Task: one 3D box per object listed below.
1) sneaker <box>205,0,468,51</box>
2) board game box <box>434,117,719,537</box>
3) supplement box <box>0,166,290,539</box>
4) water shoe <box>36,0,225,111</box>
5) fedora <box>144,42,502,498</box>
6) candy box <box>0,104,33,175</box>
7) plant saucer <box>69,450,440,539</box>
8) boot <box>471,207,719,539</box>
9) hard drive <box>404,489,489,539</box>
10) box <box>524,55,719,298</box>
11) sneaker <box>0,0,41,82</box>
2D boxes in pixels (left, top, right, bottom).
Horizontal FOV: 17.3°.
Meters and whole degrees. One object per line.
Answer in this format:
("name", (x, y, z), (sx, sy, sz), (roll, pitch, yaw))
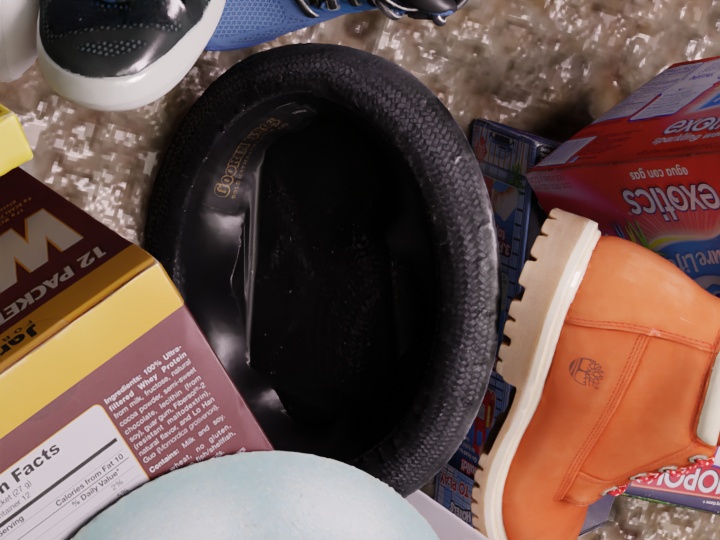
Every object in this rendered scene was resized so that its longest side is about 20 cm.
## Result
("sneaker", (0.003, -0.140, 0.966), (0.200, 0.089, 0.079), (-25, 121, 25))
("board game box", (0.119, 0.051, 1.127), (0.200, 0.062, 0.200), (15, 97, -29))
("supplement box", (-0.120, 0.086, 0.939), (0.133, 0.197, 0.200), (-36, 117, -13))
("water shoe", (-0.081, -0.156, 0.927), (0.079, 0.071, 0.200), (76, 29, -56))
("fedora", (0.000, 0.000, 1.020), (0.092, 0.200, 0.201), (-15, 113, -55))
("candy box", (-0.231, -0.016, 0.912), (0.200, 0.102, 0.026), (-31, 120, -15))
("plant saucer", (-0.038, 0.167, 0.867), (0.201, 0.039, 0.201), (-8, 108, -26))
("boot", (0.108, 0.070, 0.996), (0.200, 0.107, 0.075), (98, 14, -49))
("hard drive", (0.035, 0.151, 1.032), (0.025, 0.200, 0.132), (-28, 115, -17))
("box", (0.174, -0.032, 0.983), (0.100, 0.200, 0.096), (-36, 105, -25))
("sneaker", (-0.142, -0.174, 0.933), (0.080, 0.076, 0.200), (-19, 114, -32))
